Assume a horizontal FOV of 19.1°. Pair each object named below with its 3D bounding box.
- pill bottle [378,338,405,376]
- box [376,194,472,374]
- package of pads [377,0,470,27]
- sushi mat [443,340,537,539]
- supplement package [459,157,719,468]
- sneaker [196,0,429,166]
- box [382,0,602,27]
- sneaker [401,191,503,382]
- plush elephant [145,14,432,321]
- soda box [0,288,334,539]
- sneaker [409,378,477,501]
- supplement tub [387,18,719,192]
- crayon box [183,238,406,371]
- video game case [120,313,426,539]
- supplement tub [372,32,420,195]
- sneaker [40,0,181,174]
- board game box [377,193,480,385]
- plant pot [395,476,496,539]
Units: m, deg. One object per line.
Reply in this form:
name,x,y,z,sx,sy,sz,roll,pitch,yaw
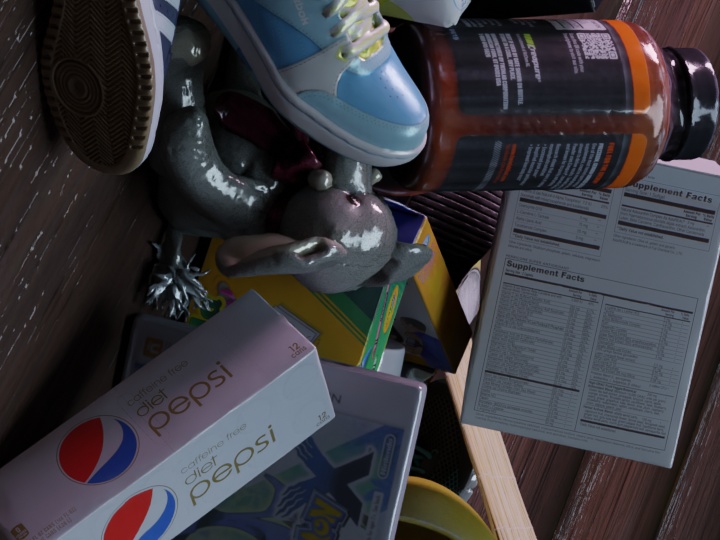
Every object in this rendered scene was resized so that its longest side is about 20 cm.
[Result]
pill bottle,-0.035,0.139,1.453,0.116,0.115,0.201,0,104,-69
box,0.000,0.000,1.449,0.042,0.118,0.200,-67,157,-19
package of pads,-0.008,-0.237,1.219,0.200,0.154,0.068,78,33,-51
sushi mat,0.095,0.125,1.683,0.096,0.012,0.201,16,55,-71
supplement package,0.162,0.012,1.492,0.152,0.150,0.201,-60,162,-82
sneaker,-0.013,-0.157,1.157,0.130,0.200,0.080,-40,-175,43
box,0.075,-0.224,1.364,0.141,0.199,0.079,-57,135,-40
sneaker,0.043,-0.001,1.596,0.201,0.074,0.088,-64,-168,-2
plush elephant,-0.040,-0.052,1.256,0.165,0.154,0.201,-8,111,-68
soda box,-0.113,0.101,1.185,0.200,0.064,0.068,-36,143,-19
sneaker,0.036,0.184,1.724,0.091,0.077,0.201,8,102,-60
supplement tub,0.117,-0.102,1.315,0.107,0.199,0.108,179,-90,-72
crayon box,-0.058,0.075,1.340,0.058,0.118,0.201,50,56,-73
video game case,-0.069,0.144,1.275,0.022,0.181,0.201,-17,120,-79
supplement tub,0.046,-0.115,1.469,0.200,0.106,0.108,-37,138,-75
sneaker,-0.114,-0.157,1.119,0.108,0.070,0.201,-44,140,-51
board game box,0.057,-0.015,1.705,0.136,0.034,0.201,-52,149,-47
plant pot,0.029,0.235,1.611,0.142,0.199,0.201,-68,165,-64
